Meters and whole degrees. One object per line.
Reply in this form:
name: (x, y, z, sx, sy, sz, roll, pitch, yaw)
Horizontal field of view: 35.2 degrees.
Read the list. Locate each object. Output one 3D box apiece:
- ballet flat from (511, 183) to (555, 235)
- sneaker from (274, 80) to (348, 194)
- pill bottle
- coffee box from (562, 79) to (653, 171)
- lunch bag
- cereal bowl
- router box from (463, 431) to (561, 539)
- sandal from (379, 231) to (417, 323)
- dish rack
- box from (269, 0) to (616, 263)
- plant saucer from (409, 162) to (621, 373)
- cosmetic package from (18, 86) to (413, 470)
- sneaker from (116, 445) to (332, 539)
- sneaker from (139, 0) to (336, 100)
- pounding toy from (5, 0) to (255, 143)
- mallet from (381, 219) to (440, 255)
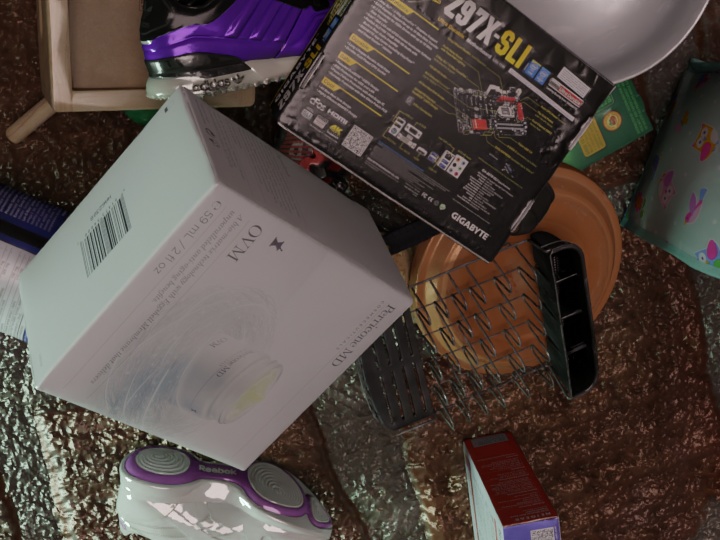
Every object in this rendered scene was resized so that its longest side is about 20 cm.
ballet flat: (0.098, -0.126, 0.895, 0.068, 0.068, 0.202, -29, 103, -22)
sneaker: (-0.037, -0.126, 0.935, 0.097, 0.071, 0.202, 35, 98, 17)
pill bottle: (-0.292, -0.010, 0.923, 0.198, 0.112, 0.113, 23, 100, -10)
coffee box: (0.137, -0.128, 0.974, 0.198, 0.044, 0.124, -30, 106, 1)
lunch bag: (0.315, -0.077, 0.925, 0.120, 0.200, 0.173, 18, 100, -10)
cereal bowl: (0.166, -0.244, 0.857, 0.197, 0.083, 0.203, -4, 111, -11)
router box: (0.140, 0.272, 1.001, 0.048, 0.180, 0.203, -9, 105, -3)
sandal: (0.004, -0.002, 0.977, 0.209, 0.070, 0.078, 25, 100, -11)
dish rack: (0.094, 0.061, 0.944, 0.197, 0.055, 0.155, -21, 122, -9)
box: (0.058, -0.123, 0.811, 0.199, 0.049, 0.161, 31, 100, -20)
plant saucer: (0.139, 0.003, 0.980, 0.197, 0.032, 0.203, -10, 120, -17)
cosmetic package: (-0.106, 0.015, 0.829, 0.199, 0.124, 0.199, -45, 133, 18)
sneaker: (-0.125, 0.221, 1.027, 0.197, 0.075, 0.101, 15, 115, -5)
sneaker: (-0.067, -0.191, 0.824, 0.198, 0.069, 0.101, -17, 110, -24)
pounding toy: (-0.188, -0.193, 0.893, 0.181, 0.142, 0.203, -4, 107, -20)
mallet: (0.000, 0.000, 0.929, 0.198, 0.041, 0.067, -16, 104, 26)
